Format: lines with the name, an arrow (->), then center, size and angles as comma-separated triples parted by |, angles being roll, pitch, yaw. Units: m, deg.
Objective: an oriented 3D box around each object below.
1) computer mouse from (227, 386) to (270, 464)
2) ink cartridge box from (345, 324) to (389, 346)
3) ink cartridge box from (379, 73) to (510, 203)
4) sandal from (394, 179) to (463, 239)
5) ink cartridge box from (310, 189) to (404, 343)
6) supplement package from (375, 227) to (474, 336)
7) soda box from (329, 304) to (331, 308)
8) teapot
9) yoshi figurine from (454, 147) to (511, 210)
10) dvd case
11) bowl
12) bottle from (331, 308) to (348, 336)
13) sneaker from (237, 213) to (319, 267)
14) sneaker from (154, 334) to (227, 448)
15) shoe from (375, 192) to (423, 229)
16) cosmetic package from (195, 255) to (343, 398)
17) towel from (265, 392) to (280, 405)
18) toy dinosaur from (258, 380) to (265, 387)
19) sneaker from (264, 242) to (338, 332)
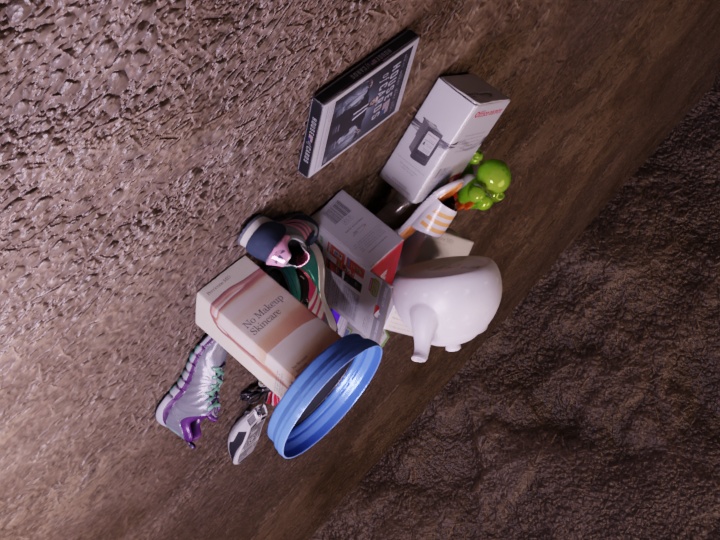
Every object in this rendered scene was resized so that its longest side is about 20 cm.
computer mouse -> -0.212, 0.282, 2.008 | 0.110, 0.044, 0.200 | -35, 153, -56
ink cartridge box -> -0.041, 0.168, 2.006 | 0.200, 0.104, 0.059 | -55, 136, -32
ink cartridge box -> 0.139, -0.220, 1.755 | 0.145, 0.083, 0.200 | -22, 149, -58
sandal -> 0.112, -0.074, 1.793 | 0.207, 0.059, 0.079 | -44, 170, 30
ink cartridge box -> 0.000, 0.000, 1.703 | 0.084, 0.176, 0.200 | -43, 163, -26
supplement package -> 0.091, 0.004, 1.924 | 0.121, 0.120, 0.200 | 16, 102, -39
soda box -> -0.132, 0.087, 1.734 | 0.200, 0.068, 0.064 | -28, 152, -54
teapot -> 0.150, 0.062, 1.783 | 0.200, 0.146, 0.197 | -12, -168, -11
yoshi figurine -> 0.209, -0.166, 1.874 | 0.200, 0.112, 0.112 | -114, -146, -66
dvd case -> -0.003, -0.228, 1.462 | 0.200, 0.025, 0.150 | -40, 162, -31
bowl -> -0.050, 0.169, 1.461 | 0.201, 0.039, 0.201 | -45, 162, -19
bottle -> -0.078, 0.134, 1.854 | 0.065, 0.084, 0.200 | 28, 76, -42
sneaker -> -0.098, -0.034, 1.529 | 0.070, 0.082, 0.200 | -56, 163, 18
sneaker -> -0.229, 0.175, 1.631 | 0.200, 0.088, 0.074 | -56, 163, 19
shoe -> 0.040, -0.082, 1.855 | 0.200, 0.053, 0.070 | -41, 180, 20
cosmetic package -> -0.128, 0.086, 1.505 | 0.103, 0.200, 0.087 | -43, 161, -30
towel -> -0.102, 0.173, 2.096 | 0.200, 0.022, 0.145 | -38, 159, -38
toy dinosaur -> -0.102, 0.148, 1.933 | 0.200, 0.077, 0.102 | -56, 137, -31
sneaker -> -0.102, 0.063, 1.636 | 0.121, 0.084, 0.200 | -26, 112, -45
